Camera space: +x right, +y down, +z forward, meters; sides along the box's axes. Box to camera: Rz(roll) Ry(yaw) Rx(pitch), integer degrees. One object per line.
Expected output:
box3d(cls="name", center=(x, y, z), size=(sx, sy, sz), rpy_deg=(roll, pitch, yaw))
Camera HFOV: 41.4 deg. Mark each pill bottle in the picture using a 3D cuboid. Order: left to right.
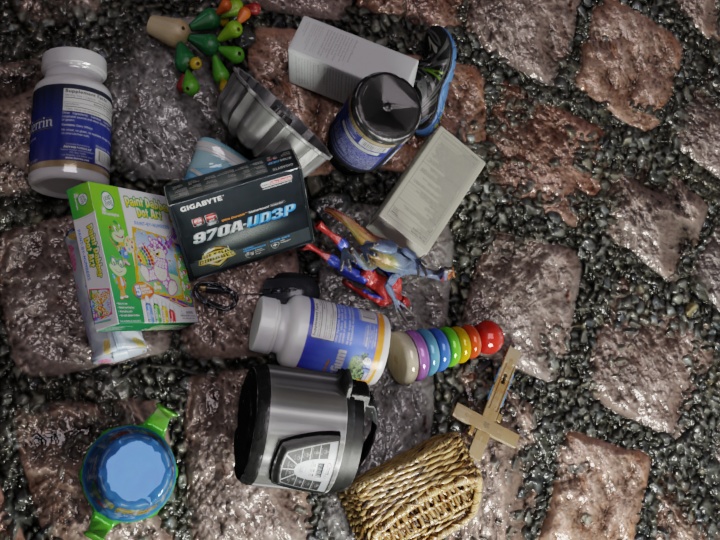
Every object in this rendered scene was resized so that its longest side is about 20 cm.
box3d(cls="pill bottle", center=(-0.422, -0.215, 1.392), size=(0.114, 0.116, 0.203), rpy_deg=(3, 76, -17))
box3d(cls="pill bottle", center=(-0.063, 0.101, 1.436), size=(0.197, 0.112, 0.114), rpy_deg=(13, 74, -14))
box3d(cls="pill bottle", center=(0.013, -0.220, 1.488), size=(0.110, 0.200, 0.113), rpy_deg=(4, 76, -17))

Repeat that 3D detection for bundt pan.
box3d(cls="bundt pan", center=(-0.140, -0.214, 1.454), size=(0.202, 0.202, 0.076), rpy_deg=(44, 99, -4))

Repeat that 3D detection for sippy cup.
box3d(cls="sippy cup", center=(-0.313, 0.276, 1.304), size=(0.138, 0.130, 0.180), rpy_deg=(-4, 79, -18))

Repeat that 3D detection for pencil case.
box3d(cls="pencil case", center=(-0.363, 0.033, 1.366), size=(0.082, 0.090, 0.203), rpy_deg=(-9, 81, -32))

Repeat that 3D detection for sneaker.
box3d(cls="sneaker", center=(-0.188, -0.101, 1.465), size=(0.198, 0.080, 0.132), rpy_deg=(29, 74, -7))
box3d(cls="sneaker", center=(0.109, -0.329, 1.615), size=(0.082, 0.071, 0.202), rpy_deg=(18, 75, -19))

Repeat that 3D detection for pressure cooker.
box3d(cls="pressure cooker", center=(-0.073, 0.227, 1.370), size=(0.197, 0.176, 0.181), rpy_deg=(10, 72, -17))

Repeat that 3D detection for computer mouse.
box3d(cls="computer mouse", center=(-0.156, 0.032, 1.464), size=(0.197, 0.034, 0.059), rpy_deg=(-2, 79, -18))

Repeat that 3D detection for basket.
box3d(cls="basket", center=(0.087, 0.346, 1.410), size=(0.198, 0.143, 0.150), rpy_deg=(-22, 84, -21))

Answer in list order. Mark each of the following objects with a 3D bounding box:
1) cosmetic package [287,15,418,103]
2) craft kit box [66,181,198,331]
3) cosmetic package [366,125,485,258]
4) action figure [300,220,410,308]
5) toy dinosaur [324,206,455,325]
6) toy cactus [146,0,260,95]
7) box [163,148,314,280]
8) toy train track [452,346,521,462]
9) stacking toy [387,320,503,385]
box3d(cls="cosmetic package", center=(-0.014, -0.321, 1.532), size=(0.198, 0.102, 0.072), rpy_deg=(23, 71, 4))
box3d(cls="craft kit box", center=(-0.318, -0.015, 1.348), size=(0.048, 0.200, 0.200), rpy_deg=(-20, 81, 20))
box3d(cls="cosmetic package", center=(0.108, -0.125, 1.566), size=(0.103, 0.073, 0.201), rpy_deg=(38, 69, -7))
box3d(cls="action figure", center=(0.000, 0.000, 1.515), size=(0.199, 0.052, 0.066), rpy_deg=(36, 75, -12))
box3d(cls="toy dinosaur", center=(0.062, -0.026, 1.479), size=(0.180, 0.105, 0.202), rpy_deg=(-2, 67, -46))
box3d(cls="toy cactus", center=(-0.255, -0.361, 1.507), size=(0.163, 0.102, 0.202), rpy_deg=(20, 74, 7))
box3d(cls="box", center=(-0.174, -0.081, 1.402), size=(0.198, 0.160, 0.046), rpy_deg=(-17, 48, -9))
box3d(cls="toy train track", center=(0.213, 0.217, 1.545), size=(0.114, 0.033, 0.201), rpy_deg=(28, 65, -3))
box3d(cls="stacking toy", center=(0.143, 0.124, 1.522), size=(0.198, 0.085, 0.087), rpy_deg=(-9, 80, -26))
